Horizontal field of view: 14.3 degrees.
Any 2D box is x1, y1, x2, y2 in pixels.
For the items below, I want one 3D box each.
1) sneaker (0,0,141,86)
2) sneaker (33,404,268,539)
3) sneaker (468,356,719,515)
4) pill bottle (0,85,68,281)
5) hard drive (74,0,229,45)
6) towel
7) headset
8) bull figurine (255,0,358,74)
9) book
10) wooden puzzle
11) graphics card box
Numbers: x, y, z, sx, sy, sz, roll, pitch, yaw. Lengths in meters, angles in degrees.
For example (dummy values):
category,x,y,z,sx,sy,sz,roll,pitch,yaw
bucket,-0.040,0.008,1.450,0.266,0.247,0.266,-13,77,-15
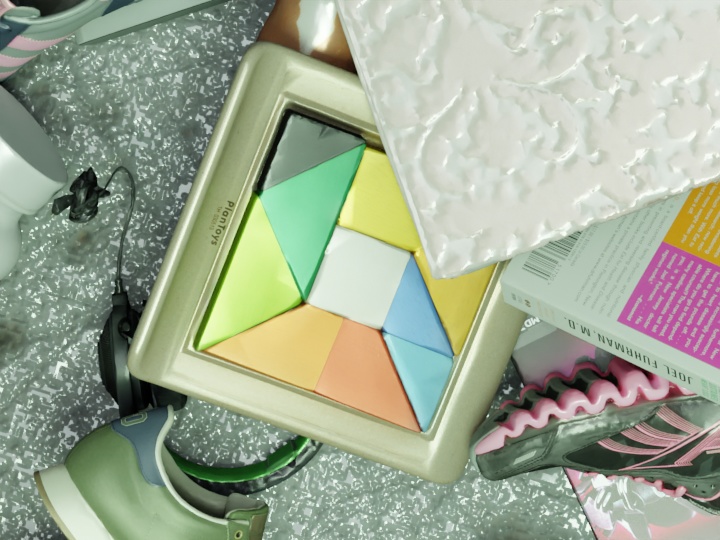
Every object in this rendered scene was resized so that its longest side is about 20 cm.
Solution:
category,x,y,z,sx,sy,sz,roll,pitch,yaw
sneaker,-0.194,-0.143,1.532,0.199,0.082,0.071,-30,84,23
sneaker,-0.078,0.159,1.502,0.090,0.067,0.201,-38,100,-1
sneaker,0.157,0.088,1.483,0.199,0.079,0.096,-16,101,6
pill bottle,-0.255,-0.012,1.532,0.200,0.112,0.112,-42,87,11
hard drive,-0.121,-0.236,1.549,0.131,0.026,0.201,-15,89,28
towel,0.097,-0.115,1.416,0.199,0.032,0.192,-19,90,13
headset,-0.093,0.031,1.537,0.123,0.094,0.201,-34,99,4
bull figurine,-0.021,-0.113,1.515,0.065,0.121,0.201,26,93,4
book,0.188,-0.002,1.440,0.199,0.048,0.134,27,70,22
wooden puzzle,0.000,0.000,1.473,0.199,0.037,0.186,19,98,-18
graphics card box,0.164,0.081,1.538,0.125,0.051,0.201,-25,87,6
